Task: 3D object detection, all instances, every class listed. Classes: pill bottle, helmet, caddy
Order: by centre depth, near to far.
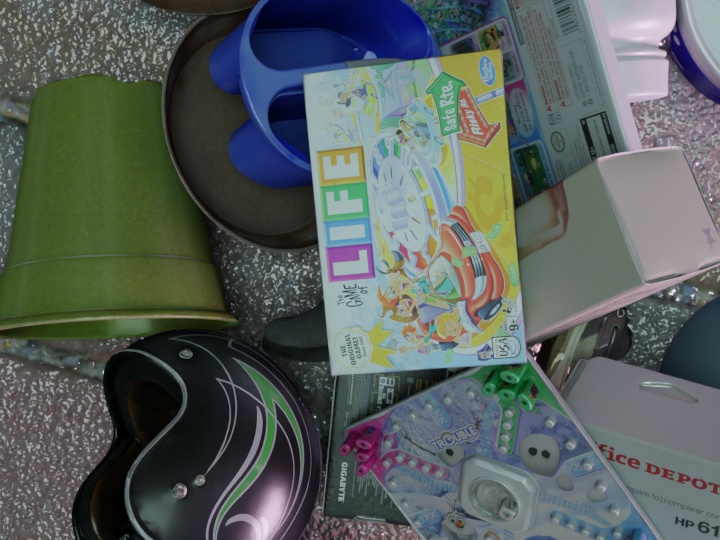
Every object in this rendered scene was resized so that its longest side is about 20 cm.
[{"bbox_3d":[-0.017,-0.140,0.709,0.198,0.104,0.144,-15,90,-38],"label":"caddy"},{"bbox_3d":[0.188,-0.234,0.729,0.111,0.113,0.204,-5,95,4],"label":"pill bottle"},{"bbox_3d":[-0.126,0.149,0.746,0.197,0.201,0.193,15,58,2],"label":"helmet"}]

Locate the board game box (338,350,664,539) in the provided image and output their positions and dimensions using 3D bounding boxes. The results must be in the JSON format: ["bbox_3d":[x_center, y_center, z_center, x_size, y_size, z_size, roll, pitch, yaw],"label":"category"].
[{"bbox_3d":[0.103,0.177,0.714,0.199,0.026,0.201,-31,99,40],"label":"board game box"}]

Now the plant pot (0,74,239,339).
[{"bbox_3d":[-0.200,-0.047,0.749,0.197,0.200,0.193,-4,82,4],"label":"plant pot"}]

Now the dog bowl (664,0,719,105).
[{"bbox_3d":[0.344,-0.225,0.739,0.197,0.079,0.204,0,96,3],"label":"dog bowl"}]

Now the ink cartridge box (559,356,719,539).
[{"bbox_3d":[0.222,0.185,0.720,0.143,0.085,0.203,13,122,29],"label":"ink cartridge box"}]

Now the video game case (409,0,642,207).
[{"bbox_3d":[0.121,-0.138,0.730,0.181,0.024,0.203,-13,97,49],"label":"video game case"}]

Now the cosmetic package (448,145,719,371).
[{"bbox_3d":[0.142,-0.004,0.665,0.102,0.199,0.088,-10,76,-38],"label":"cosmetic package"}]

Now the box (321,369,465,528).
[{"bbox_3d":[0.053,0.118,0.802,0.157,0.049,0.204,5,95,0],"label":"box"}]

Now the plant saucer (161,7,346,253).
[{"bbox_3d":[-0.075,-0.112,0.748,0.198,0.034,0.204,8,78,-38],"label":"plant saucer"}]

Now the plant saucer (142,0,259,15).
[{"bbox_3d":[-0.116,-0.293,0.734,0.197,0.037,0.203,-2,66,4],"label":"plant saucer"}]

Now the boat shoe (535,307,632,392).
[{"bbox_3d":[0.195,0.055,0.780,0.064,0.072,0.203,20,99,-5],"label":"boat shoe"}]

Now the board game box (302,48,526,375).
[{"bbox_3d":[0.037,-0.036,0.622,0.132,0.034,0.204,-5,94,11],"label":"board game box"}]

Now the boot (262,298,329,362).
[{"bbox_3d":[0.000,0.000,0.718,0.198,0.069,0.134,-7,89,36],"label":"boot"}]

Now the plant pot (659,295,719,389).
[{"bbox_3d":[0.353,0.117,0.741,0.197,0.135,0.204,0,95,3],"label":"plant pot"}]
